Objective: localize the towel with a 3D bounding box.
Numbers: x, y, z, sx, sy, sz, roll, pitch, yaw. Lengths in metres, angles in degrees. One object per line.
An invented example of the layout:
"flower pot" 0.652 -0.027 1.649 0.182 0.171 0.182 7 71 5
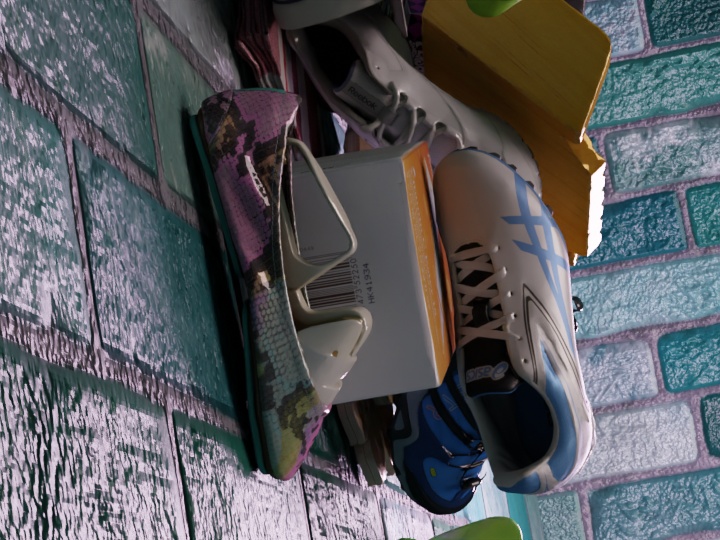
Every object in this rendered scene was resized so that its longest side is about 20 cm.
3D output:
"towel" -0.049 -0.119 1.533 0.200 0.023 0.144 74 8 -45

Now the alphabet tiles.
"alphabet tiles" -0.006 0.041 1.664 0.196 0.015 0.200 68 13 -50

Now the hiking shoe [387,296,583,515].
"hiking shoe" 0.074 0.082 1.508 0.087 0.074 0.200 39 -46 33

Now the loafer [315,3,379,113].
"loafer" -0.015 -0.194 1.658 0.070 0.075 0.200 -127 -159 -63

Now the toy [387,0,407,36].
"toy" 0.025 -0.223 1.536 0.200 0.047 0.115 -115 -168 -73

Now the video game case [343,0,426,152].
"video game case" 0.025 -0.130 1.761 0.200 0.036 0.181 -99 -161 -64

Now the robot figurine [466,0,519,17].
"robot figurine" 0.036 -0.221 1.369 0.200 0.116 0.176 -26 92 -46

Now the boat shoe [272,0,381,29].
"boat shoe" -0.030 -0.204 1.461 0.200 0.075 0.093 -112 -177 -74

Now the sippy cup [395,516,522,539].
"sippy cup" 0.095 0.245 1.707 0.140 0.130 0.178 63 19 -67

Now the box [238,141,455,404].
"box" -0.006 -0.001 1.373 0.200 0.097 0.124 -51 131 -82

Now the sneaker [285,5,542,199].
"sneaker" 0.025 -0.090 1.499 0.200 0.075 0.087 42 16 17

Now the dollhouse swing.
"dollhouse swing" 0.135 -0.147 1.599 0.182 0.176 0.200 39 -17 19

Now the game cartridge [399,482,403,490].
"game cartridge" 0.047 0.048 1.675 0.200 0.032 0.176 -90 -175 -84

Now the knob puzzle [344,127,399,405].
"knob puzzle" 0.000 0.000 1.593 0.220 0.030 0.220 -5 90 -83

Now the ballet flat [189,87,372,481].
"ballet flat" -0.034 0.005 1.238 0.069 0.071 0.200 -47 126 -83

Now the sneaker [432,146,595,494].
"sneaker" 0.081 0.028 1.381 0.072 0.072 0.200 -18 93 -58

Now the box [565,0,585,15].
"box" 0.091 -0.120 1.854 0.106 0.122 0.200 130 -32 -69
